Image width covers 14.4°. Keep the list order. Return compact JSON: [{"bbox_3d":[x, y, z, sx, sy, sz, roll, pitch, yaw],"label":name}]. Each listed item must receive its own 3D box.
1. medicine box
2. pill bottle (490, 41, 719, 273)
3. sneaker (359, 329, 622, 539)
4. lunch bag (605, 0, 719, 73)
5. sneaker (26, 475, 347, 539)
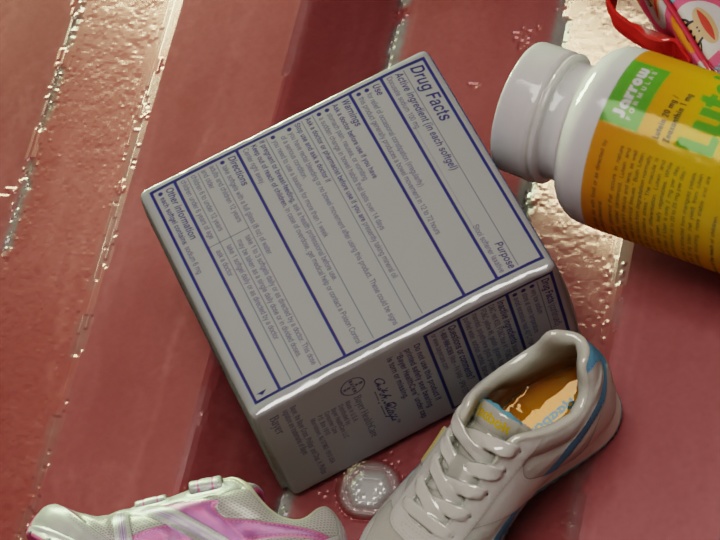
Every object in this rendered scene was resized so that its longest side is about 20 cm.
[{"bbox_3d":[0.000,0.000,1.694,0.200,0.103,0.182,-26,56,-3],"label":"medicine box"},{"bbox_3d":[0.183,-0.067,1.677,0.200,0.111,0.111,21,66,22],"label":"pill bottle"},{"bbox_3d":[0.064,0.114,1.620,0.076,0.081,0.200,36,74,28],"label":"sneaker"},{"bbox_3d":[0.238,-0.186,1.760,0.176,0.082,0.200,-24,56,0],"label":"lunch bag"},{"bbox_3d":[-0.093,0.162,1.637,0.200,0.081,0.088,13,61,12],"label":"sneaker"}]
